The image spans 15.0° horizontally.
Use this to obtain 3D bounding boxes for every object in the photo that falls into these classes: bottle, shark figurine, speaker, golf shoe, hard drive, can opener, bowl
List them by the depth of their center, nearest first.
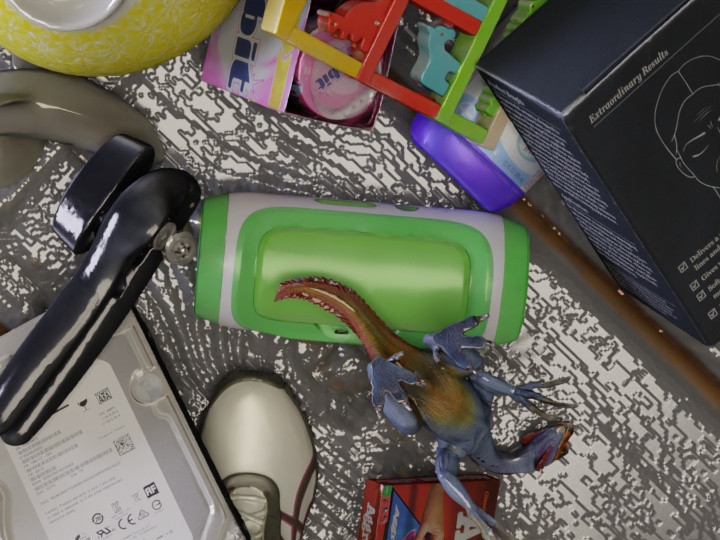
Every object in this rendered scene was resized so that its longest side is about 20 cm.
[{"bbox_3d":[-0.161,-0.193,1.573,0.200,0.108,0.200,3,114,7],"label":"bowl"},{"bbox_3d":[-0.163,0.019,1.651,0.079,0.063,0.200,29,89,34],"label":"can opener"},{"bbox_3d":[-0.240,-0.082,1.656,0.214,0.090,0.128,-24,97,-1],"label":"shark figurine"},{"bbox_3d":[-0.165,0.121,1.669,0.140,0.038,0.200,-27,71,1],"label":"hard drive"},{"bbox_3d":[0.123,-0.130,1.676,0.084,0.065,0.200,43,94,-13],"label":"bottle"},{"bbox_3d":[0.000,0.000,1.679,0.200,0.088,0.089,5,98,-4],"label":"speaker"},{"bbox_3d":[-0.065,0.162,1.699,0.077,0.088,0.200,2,97,-2],"label":"golf shoe"}]

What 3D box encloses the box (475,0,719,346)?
[{"bbox_3d":[0.190,-0.084,1.620,0.148,0.107,0.200,-41,123,-8],"label":"box"}]

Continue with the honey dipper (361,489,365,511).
[{"bbox_3d":[0.013,0.237,1.740,0.038,0.038,0.200,3,101,-3],"label":"honey dipper"}]

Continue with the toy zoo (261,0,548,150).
[{"bbox_3d":[0.027,-0.168,1.582,0.200,0.020,0.131,25,90,-32],"label":"toy zoo"}]

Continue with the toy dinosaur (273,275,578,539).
[{"bbox_3d":[0.063,0.073,1.670,0.105,0.182,0.200,-42,71,-2],"label":"toy dinosaur"}]

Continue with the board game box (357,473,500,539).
[{"bbox_3d":[0.032,0.228,1.718,0.103,0.019,0.200,1,101,-43],"label":"board game box"}]

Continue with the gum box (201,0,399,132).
[{"bbox_3d":[-0.022,-0.194,1.627,0.066,0.113,0.200,9,98,-30],"label":"gum box"}]
